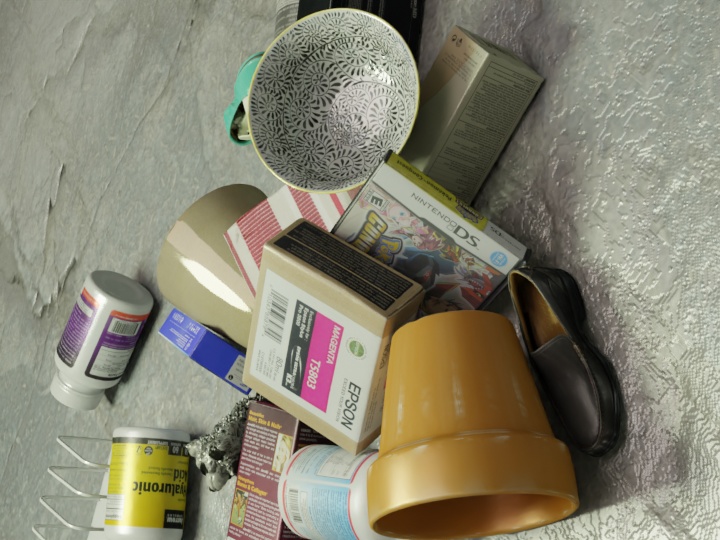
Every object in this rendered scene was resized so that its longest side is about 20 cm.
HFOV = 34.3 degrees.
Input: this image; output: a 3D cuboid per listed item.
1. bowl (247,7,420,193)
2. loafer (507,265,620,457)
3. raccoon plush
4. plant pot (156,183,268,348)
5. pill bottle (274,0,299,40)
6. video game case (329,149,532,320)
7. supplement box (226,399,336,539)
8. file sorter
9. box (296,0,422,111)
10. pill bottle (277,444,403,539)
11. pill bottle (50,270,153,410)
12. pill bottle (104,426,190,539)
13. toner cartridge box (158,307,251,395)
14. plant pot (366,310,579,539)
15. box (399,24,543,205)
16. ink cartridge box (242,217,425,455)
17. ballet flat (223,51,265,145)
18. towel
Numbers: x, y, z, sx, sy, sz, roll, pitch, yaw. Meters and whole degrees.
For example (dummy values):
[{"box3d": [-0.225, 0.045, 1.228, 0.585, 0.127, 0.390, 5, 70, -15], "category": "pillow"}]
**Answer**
[{"box3d": [-0.015, -0.173, 1.274, 0.198, 0.094, 0.204, -4, 80, 21], "category": "bowl"}, {"box3d": [0.190, 0.085, 1.130, 0.073, 0.072, 0.202, -42, 51, 33], "category": "loafer"}, {"box3d": [-0.142, 0.197, 1.521, 0.201, 0.097, 0.134, -53, 21, -17], "category": "raccoon plush"}, {"box3d": [-0.125, 0.024, 1.465, 0.200, 0.186, 0.189, 40, 111, 33], "category": "plant pot"}, {"box3d": [-0.058, -0.265, 1.496, 0.112, 0.112, 0.203, -10, 71, 48], "category": "pill bottle"}, {"box3d": [0.053, -0.006, 1.230, 0.200, 0.180, 0.026, -52, 6, 42], "category": "video game case"}, {"box3d": [-0.089, 0.267, 1.404, 0.110, 0.085, 0.203, 6, 85, 51], "category": "supplement box"}, {"box3d": [-0.400, 0.358, 1.725, 0.138, 0.123, 0.203, 19, 94, 50], "category": "file sorter"}, {"box3d": [-0.006, -0.268, 1.411, 0.078, 0.140, 0.203, -4, 76, 54], "category": "box"}, {"box3d": [0.007, 0.250, 1.276, 0.199, 0.108, 0.111, -4, 77, 49], "category": "pill bottle"}, {"box3d": [-0.408, 0.112, 1.813, 0.111, 0.110, 0.202, 45, 114, 46], "category": "pill bottle"}, {"box3d": [-0.298, 0.323, 1.622, 0.110, 0.110, 0.203, -10, 73, 48], "category": "pill bottle"}, {"box3d": [-0.198, 0.104, 1.527, 0.043, 0.095, 0.200, -55, 20, -7], "category": "toner cartridge box"}, {"box3d": [0.099, 0.147, 1.125, 0.199, 0.198, 0.186, -28, 57, 42], "category": "plant pot"}, {"box3d": [0.103, -0.153, 1.286, 0.201, 0.094, 0.078, -59, 41, 19], "category": "box"}, {"box3d": [-0.034, 0.072, 1.243, 0.163, 0.075, 0.202, 30, 130, 22], "category": "ink cartridge box"}, {"box3d": [-0.142, -0.224, 1.594, 0.200, 0.066, 0.071, 134, 125, -66], "category": "ballet flat"}, {"box3d": [-0.054, -0.041, 1.359, 0.199, 0.023, 0.145, -34, 67, 15], "category": "towel"}]
